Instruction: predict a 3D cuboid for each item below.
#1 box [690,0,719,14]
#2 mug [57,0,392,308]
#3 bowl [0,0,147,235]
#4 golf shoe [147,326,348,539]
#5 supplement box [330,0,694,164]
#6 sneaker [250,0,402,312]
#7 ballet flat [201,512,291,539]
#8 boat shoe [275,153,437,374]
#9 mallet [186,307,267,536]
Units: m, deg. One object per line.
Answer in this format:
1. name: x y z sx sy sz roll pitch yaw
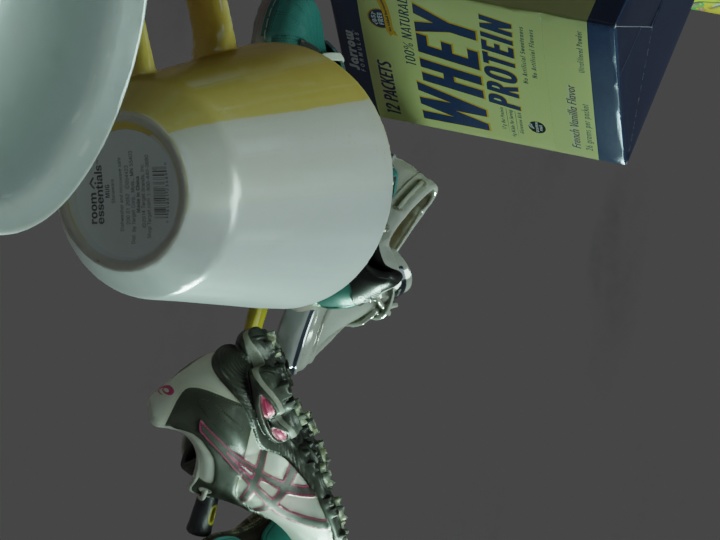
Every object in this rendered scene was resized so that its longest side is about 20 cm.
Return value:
1. box: 0.308 -0.337 2.040 0.122 0.200 0.193 75 34 -54
2. mug: -0.096 -0.060 1.254 0.149 0.187 0.153 -50 161 24
3. bowl: -0.175 -0.122 1.011 0.201 0.090 0.201 13 90 -70
4. golf shoe: -0.065 0.117 1.453 0.077 0.088 0.200 -111 179 -47
5. supplement box: 0.111 -0.203 1.580 0.134 0.200 0.200 78 31 -50
6. sneaker: -0.015 -0.077 1.439 0.071 0.080 0.200 -13 96 -67
7. ballet flat: -0.077 0.198 1.514 0.075 0.068 0.200 -38 176 25
8. boat shoe: 0.000 0.000 1.573 0.071 0.070 0.200 112 4 -48
9. mallet: -0.081 0.071 1.474 0.066 0.041 0.200 20 87 -70
